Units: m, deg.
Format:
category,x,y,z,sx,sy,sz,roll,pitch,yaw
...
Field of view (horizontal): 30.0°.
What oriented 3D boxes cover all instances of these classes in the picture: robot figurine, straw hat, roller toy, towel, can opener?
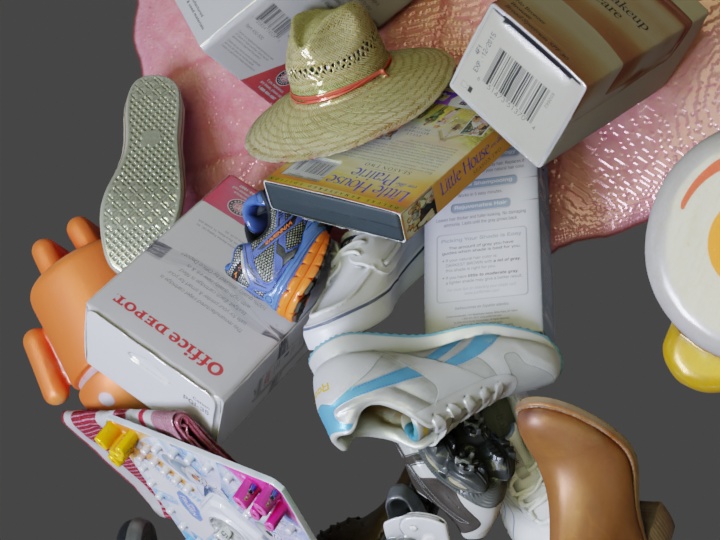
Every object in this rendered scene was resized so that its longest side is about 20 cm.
category,x,y,z,sx,sy,sz,roll,pitch,yaw
robot figurine,-0.222,0.050,1.216,0.202,0.143,0.117,60,142,13
straw hat,-0.022,-0.176,1.113,0.198,0.202,0.086,-12,118,17
roller toy,0.311,-0.016,1.031,0.198,0.140,0.185,-22,79,16
towel,-0.164,0.168,1.142,0.199,0.144,0.023,-7,41,51
can opener,0.061,0.267,1.100,0.052,0.067,0.203,-5,118,15

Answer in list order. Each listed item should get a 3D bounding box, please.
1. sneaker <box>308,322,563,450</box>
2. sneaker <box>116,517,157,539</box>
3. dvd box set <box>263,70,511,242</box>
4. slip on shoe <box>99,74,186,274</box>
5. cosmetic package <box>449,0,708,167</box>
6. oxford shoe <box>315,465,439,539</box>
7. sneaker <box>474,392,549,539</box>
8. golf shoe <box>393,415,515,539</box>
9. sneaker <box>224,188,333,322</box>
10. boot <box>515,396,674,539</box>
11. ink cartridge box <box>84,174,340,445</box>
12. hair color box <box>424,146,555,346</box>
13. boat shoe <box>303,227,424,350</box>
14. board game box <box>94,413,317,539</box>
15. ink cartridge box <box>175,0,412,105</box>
category,x,y,z,sx,sy,sz,roll,pitch,yaw
sneaker,0.062,0.092,1.027,0.197,0.077,0.082,-5,60,-10
sneaker,-0.245,0.320,1.223,0.112,0.076,0.203,10,94,12
dvd box set,0.039,-0.099,1.075,0.145,0.200,0.030,14,133,39
slip on shoe,-0.192,-0.080,1.215,0.073,0.061,0.203,3,61,-4
cosmetic package,0.174,-0.174,1.051,0.103,0.199,0.088,42,135,14
oxford shoe,0.000,0.234,1.153,0.084,0.073,0.201,35,92,29
sneaker,0.132,0.167,1.104,0.074,0.087,0.202,-30,79,6
golf shoe,0.051,0.139,1.099,0.200,0.077,0.096,-129,33,-49
sneaker,-0.056,-0.053,1.113,0.077,0.201,0.076,23,135,-6
boot,0.160,0.209,1.026,0.076,0.201,0.156,-3,44,44
ink cartridge box,-0.118,0.032,1.137,0.146,0.083,0.200,33,51,14
hair color box,0.106,-0.029,1.112,0.097,0.061,0.203,-6,66,17
boat shoe,0.000,0.000,1.103,0.073,0.200,0.066,-19,104,28
board game box,-0.107,0.213,1.089,0.198,0.201,0.026,14,52,38
ink cartridge box,-0.044,-0.253,1.161,0.199,0.147,0.083,-36,65,11
